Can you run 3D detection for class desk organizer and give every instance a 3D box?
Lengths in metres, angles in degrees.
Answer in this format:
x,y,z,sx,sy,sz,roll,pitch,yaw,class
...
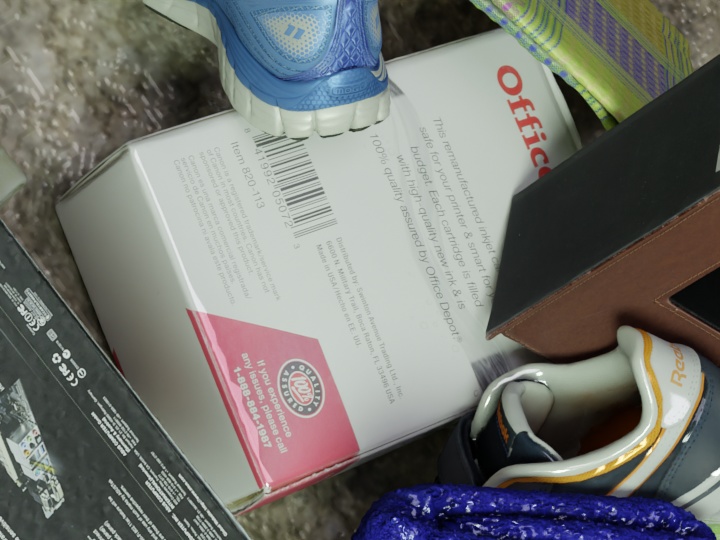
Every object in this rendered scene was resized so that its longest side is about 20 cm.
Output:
x,y,z,sx,sy,sz,roll,pitch,yaw,class
0.140,-0.024,0.903,0.077,0.200,0.072,30,52,-21,desk organizer

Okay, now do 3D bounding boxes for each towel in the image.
x,y,z,sx,sy,sz,roll,pitch,yaw,class
0.092,-0.109,1.042,0.144,0.023,0.200,43,20,-13,towel
0.038,0.169,0.902,0.148,0.200,0.050,5,34,-27,towel

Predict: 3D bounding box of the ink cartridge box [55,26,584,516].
x,y,z,sx,sy,sz,roll,pitch,yaw,class
0.000,0.000,0.988,0.200,0.083,0.147,-20,85,-32,ink cartridge box

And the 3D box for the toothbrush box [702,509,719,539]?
x,y,z,sx,sy,sz,roll,pitch,yaw,class
0.199,0.094,1.028,0.200,0.086,0.146,43,58,-36,toothbrush box

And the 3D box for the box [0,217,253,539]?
x,y,z,sx,sy,sz,roll,pitch,yaw,class
-0.146,0.084,0.745,0.164,0.086,0.200,-47,110,-31,box

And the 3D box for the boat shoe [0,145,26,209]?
x,y,z,sx,sy,sz,roll,pitch,yaw,class
-0.188,0.015,0.809,0.062,0.072,0.200,39,67,-3,boat shoe

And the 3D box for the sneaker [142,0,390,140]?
x,y,z,sx,sy,sz,roll,pitch,yaw,class
-0.044,-0.137,0.964,0.079,0.089,0.200,-14,41,-29,sneaker

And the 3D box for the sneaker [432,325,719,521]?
x,y,z,sx,sy,sz,roll,pitch,yaw,class
0.056,0.092,0.938,0.079,0.200,0.078,41,19,-30,sneaker
